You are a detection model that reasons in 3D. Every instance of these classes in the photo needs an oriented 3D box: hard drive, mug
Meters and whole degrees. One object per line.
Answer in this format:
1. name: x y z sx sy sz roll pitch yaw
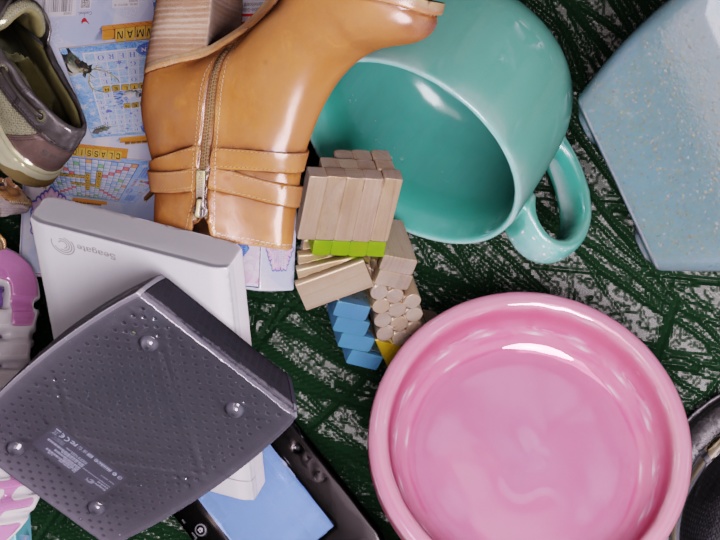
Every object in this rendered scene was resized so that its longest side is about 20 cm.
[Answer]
1. hard drive: -0.139 0.084 1.093 0.135 0.042 0.200 39 130 -17
2. mug: 0.062 -0.099 1.147 0.152 0.185 0.114 6 49 36
3. hard drive: -0.128 0.052 1.118 0.132 0.027 0.200 14 133 18

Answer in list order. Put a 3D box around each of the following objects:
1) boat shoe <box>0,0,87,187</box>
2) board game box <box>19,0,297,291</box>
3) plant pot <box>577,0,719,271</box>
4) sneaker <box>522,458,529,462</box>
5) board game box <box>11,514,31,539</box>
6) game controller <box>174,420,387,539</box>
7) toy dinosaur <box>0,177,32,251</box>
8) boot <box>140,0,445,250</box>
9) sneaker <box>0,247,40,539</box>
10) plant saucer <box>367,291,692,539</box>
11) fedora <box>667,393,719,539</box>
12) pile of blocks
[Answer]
1. boat shoe: -0.230 -0.151 1.164 0.066 0.072 0.201 -35 72 27
2. board game box: -0.130 -0.090 1.162 0.200 0.041 0.200 4 91 32
3. plant pot: 0.245 -0.094 1.113 0.200 0.196 0.196 -24 89 8
4. sneaker: 0.081 0.178 1.158 0.083 0.071 0.200 36 76 14
5. board game box: -0.295 0.244 1.212 0.151 0.047 0.200 -4 90 3
6. game controller: -0.072 0.144 1.192 0.104 0.042 0.200 -40 80 1
7. toy dinosaur: -0.279 -0.017 1.100 0.060 0.200 0.106 -21 85 28
8. boot: -0.044 -0.089 1.046 0.200 0.077 0.155 1 88 25
9. sneaker: -0.255 0.087 1.183 0.080 0.088 0.200 8 75 -32
10. plant saucer: 0.103 0.113 1.126 0.200 0.051 0.201 2 66 -4
11. fedora: 0.280 0.160 1.153 0.201 0.092 0.201 0 91 3
12. pile of blocks: 0.000 0.000 1.154 0.082 0.062 0.200 -18 126 0
